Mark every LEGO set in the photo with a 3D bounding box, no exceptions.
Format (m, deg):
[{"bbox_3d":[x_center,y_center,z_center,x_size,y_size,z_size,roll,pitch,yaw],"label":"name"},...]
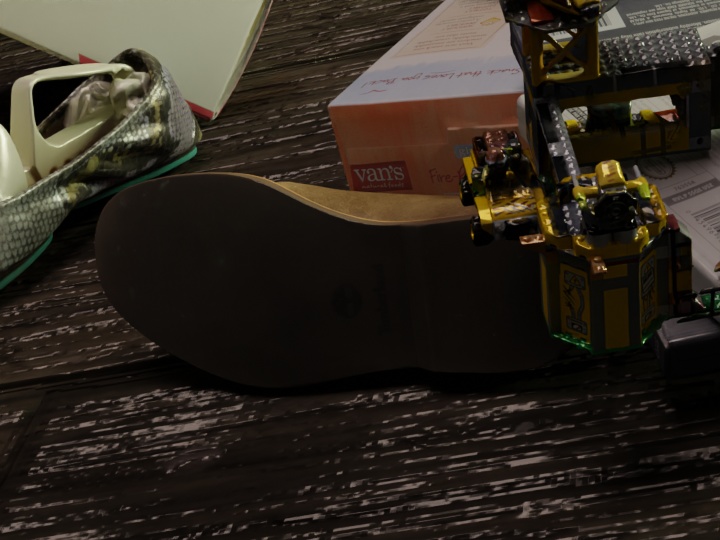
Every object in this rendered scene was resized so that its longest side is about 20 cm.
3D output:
[{"bbox_3d":[0.125,-0.068,0.708,0.199,0.116,0.154,-4,38,4],"label":"LEGO set"}]

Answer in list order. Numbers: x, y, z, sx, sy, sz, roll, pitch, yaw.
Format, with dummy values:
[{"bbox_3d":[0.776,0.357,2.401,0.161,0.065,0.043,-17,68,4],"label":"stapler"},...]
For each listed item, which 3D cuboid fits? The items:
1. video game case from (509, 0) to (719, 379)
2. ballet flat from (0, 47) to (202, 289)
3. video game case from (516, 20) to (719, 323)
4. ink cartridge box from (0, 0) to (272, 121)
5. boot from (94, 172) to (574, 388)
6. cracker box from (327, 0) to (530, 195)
[{"bbox_3d":[0.143,-0.043,0.814,0.142,0.019,0.200,-11,39,-5],"label":"video game case"},{"bbox_3d":[-0.148,-0.044,1.029,0.072,0.072,0.200,3,29,38],"label":"ballet flat"},{"bbox_3d":[0.172,-0.051,0.791,0.199,0.018,0.143,-22,40,-18],"label":"video game case"},{"bbox_3d":[-0.149,-0.153,1.184,0.146,0.083,0.200,22,5,-27],"label":"ink cartridge box"},{"bbox_3d":[0.000,0.000,0.848,0.199,0.074,0.075,5,14,27],"label":"boot"},{"bbox_3d":[0.091,-0.086,0.987,0.133,0.058,0.200,-1,25,30],"label":"cracker box"}]
